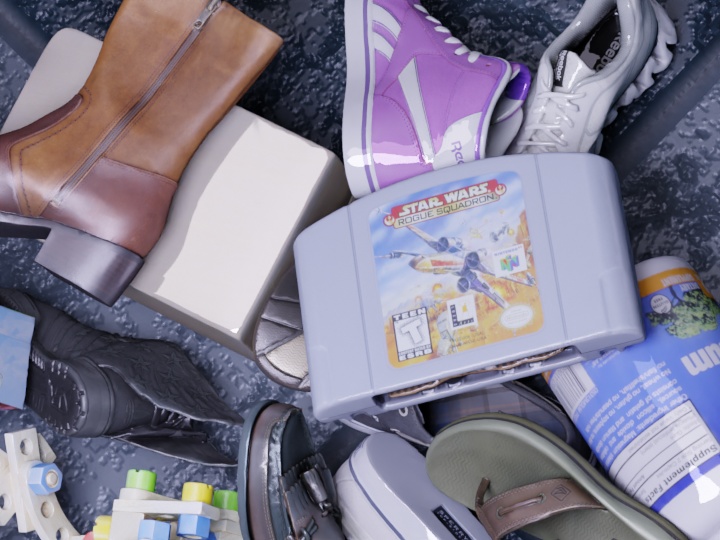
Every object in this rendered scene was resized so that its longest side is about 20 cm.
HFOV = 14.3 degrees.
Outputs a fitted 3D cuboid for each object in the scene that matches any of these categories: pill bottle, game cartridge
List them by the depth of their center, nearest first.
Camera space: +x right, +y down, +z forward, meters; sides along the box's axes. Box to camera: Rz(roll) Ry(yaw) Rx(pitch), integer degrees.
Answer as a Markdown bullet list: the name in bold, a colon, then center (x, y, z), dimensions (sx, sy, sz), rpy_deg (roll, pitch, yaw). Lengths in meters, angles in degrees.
- **game cartridge**: center (0.059, 0.004, 1.675), dimensions (0.200, 0.042, 0.133), rpy_deg (-15, 67, 14)
- **pill bottle**: center (0.198, 0.101, 1.680), dimensions (0.112, 0.112, 0.200), rpy_deg (-35, 70, 4)

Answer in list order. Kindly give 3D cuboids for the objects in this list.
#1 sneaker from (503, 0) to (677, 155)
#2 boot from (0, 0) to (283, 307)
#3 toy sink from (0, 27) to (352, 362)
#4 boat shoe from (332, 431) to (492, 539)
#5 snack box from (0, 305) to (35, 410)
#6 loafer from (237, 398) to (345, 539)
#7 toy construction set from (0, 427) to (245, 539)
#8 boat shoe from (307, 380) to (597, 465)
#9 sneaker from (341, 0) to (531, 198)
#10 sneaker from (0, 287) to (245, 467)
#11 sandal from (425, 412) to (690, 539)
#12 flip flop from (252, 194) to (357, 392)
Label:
- **sneaker**: center (0.122, -0.091, 1.769), dimensions (0.075, 0.081, 0.200), rpy_deg (25, 84, 18)
- **boot**: center (-0.174, -0.107, 1.735), dimensions (0.188, 0.068, 0.200), rpy_deg (28, 84, 16)
- **toy sink**: center (-0.120, -0.044, 1.803), dimensions (0.200, 0.112, 0.130), rpy_deg (25, 83, 15)
- **boat shoe**: center (0.050, 0.193, 1.725), dimensions (0.200, 0.071, 0.070), rpy_deg (49, 122, 12)
- **snack box**: center (-0.331, 0.043, 1.774), dimensions (0.200, 0.169, 0.068), rpy_deg (-3, 74, 38)
- **loafer**: center (-0.027, 0.174, 1.712), dimensions (0.063, 0.072, 0.200), rpy_deg (3, 106, 29)
- **toy construction set**: center (-0.146, 0.159, 1.733), dimensions (0.200, 0.131, 0.092), rpy_deg (13, 85, 43)
- **boat shoe**: center (0.048, 0.079, 1.749), dimensions (0.200, 0.066, 0.070), rpy_deg (24, 82, 20)
- **sneaker**: center (0.050, -0.125, 1.778), dimensions (0.114, 0.073, 0.201), rpy_deg (-11, 48, 11)
- **sneaker**: center (-0.158, 0.066, 1.808), dimensions (0.200, 0.104, 0.060), rpy_deg (38, 121, 52)
- **sandal**: center (0.112, 0.146, 1.661), dimensions (0.201, 0.080, 0.057), rpy_deg (30, 47, 34)
- **flip flop**: center (0.000, 0.000, 1.774), dimensions (0.081, 0.058, 0.200), rpy_deg (29, 57, 0)
